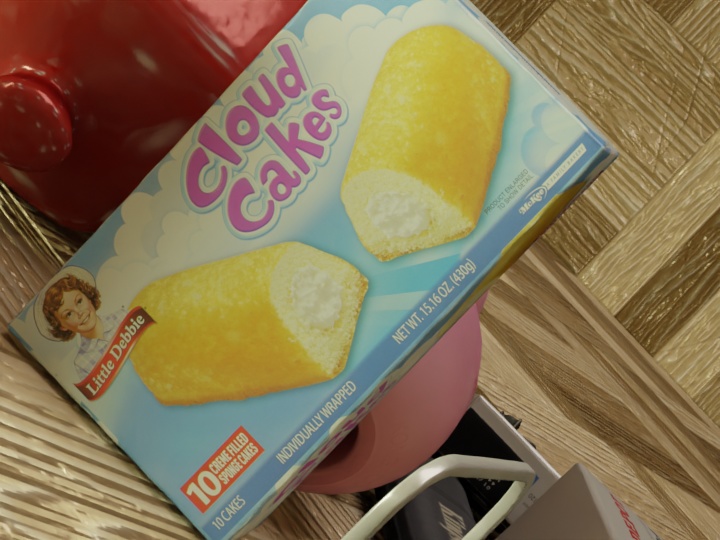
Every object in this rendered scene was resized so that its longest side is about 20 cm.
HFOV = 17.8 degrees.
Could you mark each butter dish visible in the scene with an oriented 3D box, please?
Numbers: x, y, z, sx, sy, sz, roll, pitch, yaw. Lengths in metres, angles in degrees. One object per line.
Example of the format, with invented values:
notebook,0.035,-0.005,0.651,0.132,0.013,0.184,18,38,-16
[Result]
butter dish,-0.116,-0.095,0.978,0.200,0.200,0.148,49,38,-13

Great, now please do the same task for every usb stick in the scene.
usb stick,0.034,0.125,1.001,0.055,0.033,0.200,43,8,-14

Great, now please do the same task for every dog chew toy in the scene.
dog chew toy,0.000,0.000,0.967,0.124,0.124,0.200,42,37,-15

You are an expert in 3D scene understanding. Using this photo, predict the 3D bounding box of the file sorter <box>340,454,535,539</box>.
file sorter,0.055,0.157,0.598,0.200,0.125,0.139,46,7,16

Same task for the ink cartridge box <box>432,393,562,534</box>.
ink cartridge box,0.068,0.105,1.185,0.099,0.039,0.200,45,-3,-3

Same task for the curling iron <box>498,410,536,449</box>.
curling iron,0.124,0.150,1.346,0.200,0.026,0.049,46,-30,-15

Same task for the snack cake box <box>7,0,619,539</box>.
snack cake box,-0.017,-0.012,0.834,0.115,0.200,0.067,44,9,7

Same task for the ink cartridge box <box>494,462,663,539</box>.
ink cartridge box,0.146,0.197,1.009,0.200,0.084,0.146,42,9,-15
